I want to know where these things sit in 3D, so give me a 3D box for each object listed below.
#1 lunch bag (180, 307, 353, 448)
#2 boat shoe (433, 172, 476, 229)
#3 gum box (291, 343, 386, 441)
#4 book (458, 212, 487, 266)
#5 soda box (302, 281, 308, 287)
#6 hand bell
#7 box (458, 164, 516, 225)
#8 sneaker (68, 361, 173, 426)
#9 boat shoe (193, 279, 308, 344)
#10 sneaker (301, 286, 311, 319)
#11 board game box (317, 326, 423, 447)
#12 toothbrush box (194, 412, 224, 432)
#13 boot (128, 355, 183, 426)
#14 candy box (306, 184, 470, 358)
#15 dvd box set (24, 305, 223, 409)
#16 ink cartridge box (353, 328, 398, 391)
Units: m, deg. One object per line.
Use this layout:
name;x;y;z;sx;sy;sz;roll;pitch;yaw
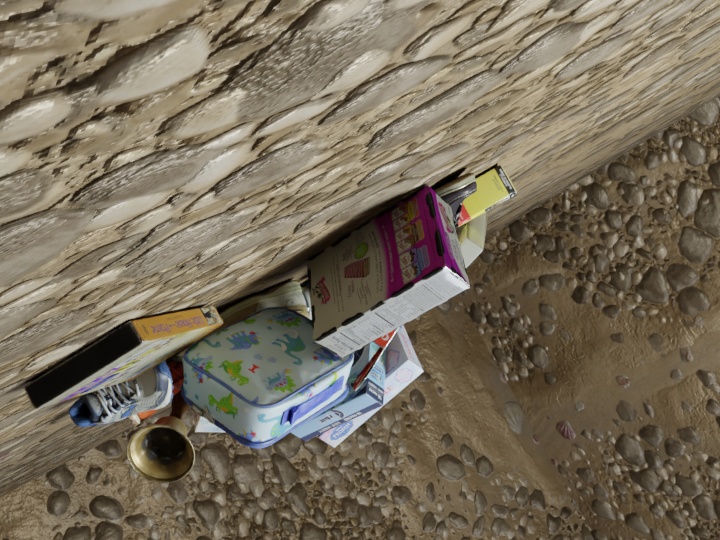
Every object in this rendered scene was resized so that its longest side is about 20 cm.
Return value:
lunch bag;-0.113;0.132;1.045;0.200;0.160;0.083;-27;136;-49
boat shoe;0.106;-0.071;1.138;0.072;0.065;0.200;-26;174;-33
gum box;-0.034;0.156;1.346;0.170;0.045;0.200;-30;-143;32
book;0.147;-0.028;1.353;0.134;0.048;0.200;-50;-172;22
soda box;0.003;0.010;1.404;0.200;0.069;0.064;-26;175;-30
hand bell;-0.302;0.241;1.345;0.104;0.104;0.200;-30;-161;11
box;0.136;-0.087;1.255;0.200;0.050;0.075;-29;177;8
sneaker;-0.330;0.174;1.132;0.200;0.077;0.085;-33;170;38
boat shoe;-0.149;0.074;1.168;0.200;0.067;0.074;-25;174;-40
sneaker;-0.150;0.085;1.328;0.084;0.075;0.200;-18;164;-37
board game box;-0.004;0.160;1.387;0.199;0.041;0.200;-43;-148;13
toothbrush box;-0.173;0.172;1.294;0.146;0.085;0.200;5;142;-21
boot;-0.324;0.180;1.308;0.107;0.075;0.200;-32;-176;0
candy box;0.029;0.004;1.033;0.200;0.137;0.061;-30;135;25
dvd box set;-0.255;0.092;0.927;0.146;0.029;0.200;-31;175;14
ink cartridge box;0.029;0.063;1.118;0.200;0.050;0.109;-56;179;-4
